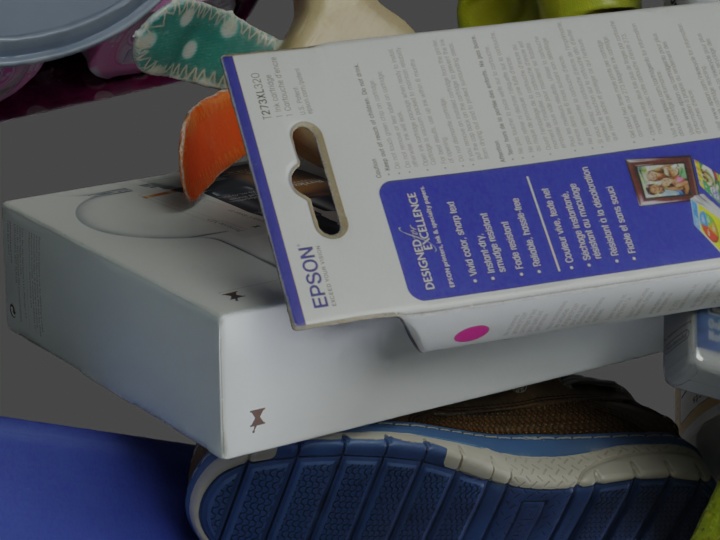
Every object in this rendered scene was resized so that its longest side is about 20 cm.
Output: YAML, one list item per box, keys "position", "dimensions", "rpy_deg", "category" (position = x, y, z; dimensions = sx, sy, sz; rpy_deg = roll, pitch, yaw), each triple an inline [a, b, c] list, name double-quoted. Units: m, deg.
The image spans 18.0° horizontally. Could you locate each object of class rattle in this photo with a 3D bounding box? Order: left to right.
- position: [-0.006, -0.082, 0.837]
  dimensions: [0.200, 0.143, 0.131]
  rpy_deg: [-38, 111, -17]
  category: "rattle"

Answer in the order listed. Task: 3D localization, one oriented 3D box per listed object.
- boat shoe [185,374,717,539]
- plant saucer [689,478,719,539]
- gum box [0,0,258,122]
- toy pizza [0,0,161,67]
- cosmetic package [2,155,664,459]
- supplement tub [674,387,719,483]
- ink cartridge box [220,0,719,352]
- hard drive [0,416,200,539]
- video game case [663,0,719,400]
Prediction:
- position: [0.024, 0.066, 0.773]
  dimensions: [0.199, 0.072, 0.073]
  rpy_deg: [8, 34, -32]
  category: "boat shoe"
- position: [0.189, 0.132, 0.719]
  dimensions: [0.199, 0.048, 0.201]
  rpy_deg: [26, 91, -21]
  category: "plant saucer"
- position: [-0.149, -0.113, 0.804]
  dimensions: [0.199, 0.066, 0.114]
  rpy_deg: [-16, 71, -32]
  category: "gum box"
- position: [-0.146, -0.150, 0.765]
  dimensions: [0.199, 0.032, 0.201]
  rpy_deg: [11, 59, -19]
  category: "toy pizza"
- position: [0.000, 0.000, 0.773]
  dimensions: [0.199, 0.151, 0.052]
  rpy_deg: [-12, 113, -33]
  category: "cosmetic package"
- position: [0.190, 0.034, 0.856]
  dimensions: [0.144, 0.144, 0.201]
  rpy_deg: [16, 59, -19]
  category: "supplement tub"
- position: [0.060, -0.030, 0.699]
  dimensions: [0.199, 0.037, 0.095]
  rpy_deg: [-7, 64, -20]
  category: "ink cartridge box"
- position: [-0.059, 0.117, 0.722]
  dimensions: [0.199, 0.025, 0.133]
  rpy_deg: [12, 54, -38]
  category: "hard drive"
- position: [0.193, -0.021, 0.783]
  dimensions: [0.199, 0.022, 0.183]
  rpy_deg: [16, 58, -19]
  category: "video game case"
